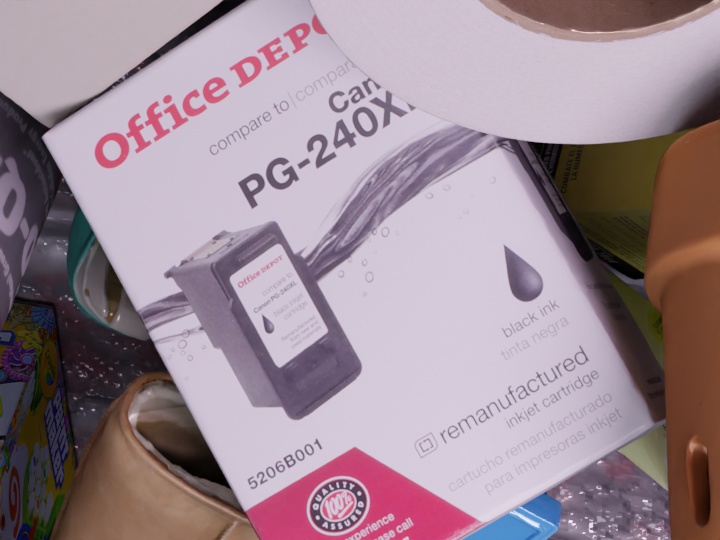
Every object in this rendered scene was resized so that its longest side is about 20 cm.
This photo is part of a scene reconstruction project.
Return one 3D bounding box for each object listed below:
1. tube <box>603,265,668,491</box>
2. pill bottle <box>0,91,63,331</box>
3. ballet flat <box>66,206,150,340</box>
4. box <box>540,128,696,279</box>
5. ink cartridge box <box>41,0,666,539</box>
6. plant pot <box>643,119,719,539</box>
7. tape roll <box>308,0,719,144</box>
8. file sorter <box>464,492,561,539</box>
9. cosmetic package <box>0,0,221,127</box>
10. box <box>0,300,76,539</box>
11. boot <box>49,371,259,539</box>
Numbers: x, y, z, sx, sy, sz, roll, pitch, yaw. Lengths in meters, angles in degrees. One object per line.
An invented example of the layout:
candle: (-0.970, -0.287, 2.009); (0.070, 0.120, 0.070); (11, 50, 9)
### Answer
tube: (0.062, 0.004, 0.936); (0.200, 0.058, 0.052); (40, 176, 11)
pill bottle: (-0.190, -0.002, 0.952); (0.113, 0.200, 0.114); (9, 140, 8)
ballet flat: (-0.083, -0.014, 1.005); (0.067, 0.071, 0.200); (23, 140, -10)
box: (0.160, -0.032, 0.868); (0.200, 0.050, 0.075); (-2, 157, 45)
ink cartridge box: (0.000, 0.000, 0.866); (0.145, 0.083, 0.200); (-31, 83, 13)
plant pot: (0.180, 0.048, 0.778); (0.199, 0.140, 0.200); (12, 164, 4)
tape roll: (0.075, -0.119, 0.732); (0.202, 0.037, 0.203); (-3, 139, -2)
file sorter: (-0.016, 0.076, 1.045); (0.139, 0.123, 0.200); (29, 138, -14)
cosmetic package: (-0.064, -0.147, 0.824); (0.087, 0.104, 0.200); (38, 133, -22)
box: (-0.214, 0.142, 1.131); (0.122, 0.193, 0.200); (9, 139, 8)
boot: (-0.055, 0.142, 0.990); (0.175, 0.066, 0.200); (26, 138, -12)
